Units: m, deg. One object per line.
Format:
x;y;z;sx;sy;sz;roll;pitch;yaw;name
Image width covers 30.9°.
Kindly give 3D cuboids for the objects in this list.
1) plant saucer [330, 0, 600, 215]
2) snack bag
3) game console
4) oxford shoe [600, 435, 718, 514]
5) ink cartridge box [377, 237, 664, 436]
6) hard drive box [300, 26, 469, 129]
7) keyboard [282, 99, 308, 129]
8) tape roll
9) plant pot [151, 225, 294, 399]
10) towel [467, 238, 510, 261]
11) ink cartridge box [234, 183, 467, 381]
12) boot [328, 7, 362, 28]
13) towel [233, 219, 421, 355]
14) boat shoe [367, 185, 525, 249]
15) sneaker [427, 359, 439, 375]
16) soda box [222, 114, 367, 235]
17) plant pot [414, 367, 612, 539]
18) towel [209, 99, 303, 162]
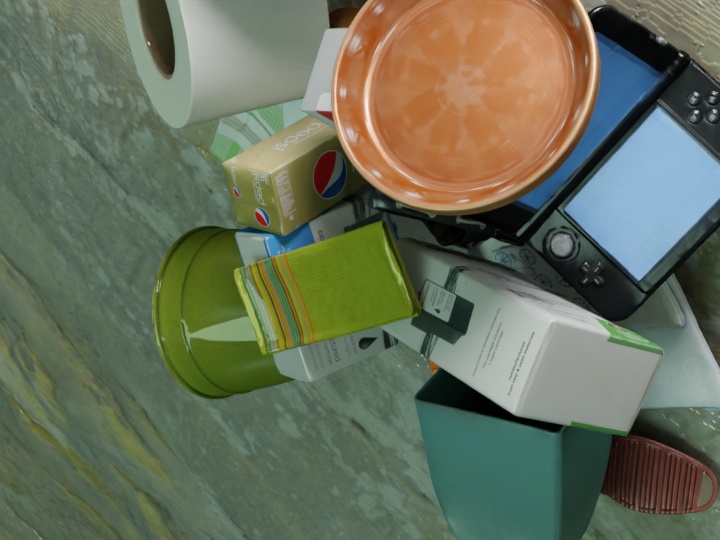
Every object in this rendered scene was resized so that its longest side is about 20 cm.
0.076;-0.136;0.948;0.200;0.201;0.032;33;180;26;plant saucer
0.227;0.052;1.185;0.188;0.021;0.200;-9;115;52;snack bag
0.193;-0.074;1.005;0.176;0.116;0.200;45;113;9;game console
0.257;0.192;1.284;0.199;0.075;0.071;11;90;28;oxford shoe
0.125;0.052;1.086;0.200;0.146;0.083;32;104;50;ink cartridge box
0.077;-0.129;1.094;0.156;0.077;0.200;9;169;44;hard drive box
-0.050;-0.098;1.332;0.056;0.011;0.201;2;101;27;keyboard
-0.131;-0.247;1.220;0.203;0.139;0.203;50;149;45;tape roll
-0.093;0.043;1.452;0.192;0.200;0.201;-4;117;36;plant pot
0.173;0.005;1.242;0.200;0.024;0.147;46;145;10;towel
0.000;0.000;1.252;0.086;0.199;0.147;9;119;65;ink cartridge box
0.039;-0.255;1.130;0.200;0.077;0.156;22;132;41;boot
-0.034;0.019;1.127;0.200;0.018;0.086;-17;99;46;towel
0.078;-0.050;1.135;0.200;0.061;0.075;23;171;-38;boat shoe
0.112;0.140;1.378;0.073;0.077;0.200;-18;104;55;sneaker
-0.032;-0.108;1.224;0.068;0.200;0.064;14;126;41;soda box
0.152;0.178;1.208;0.141;0.141;0.201;10;123;30;plant pot
-0.093;-0.144;1.409;0.149;0.031;0.200;47;144;10;towel
